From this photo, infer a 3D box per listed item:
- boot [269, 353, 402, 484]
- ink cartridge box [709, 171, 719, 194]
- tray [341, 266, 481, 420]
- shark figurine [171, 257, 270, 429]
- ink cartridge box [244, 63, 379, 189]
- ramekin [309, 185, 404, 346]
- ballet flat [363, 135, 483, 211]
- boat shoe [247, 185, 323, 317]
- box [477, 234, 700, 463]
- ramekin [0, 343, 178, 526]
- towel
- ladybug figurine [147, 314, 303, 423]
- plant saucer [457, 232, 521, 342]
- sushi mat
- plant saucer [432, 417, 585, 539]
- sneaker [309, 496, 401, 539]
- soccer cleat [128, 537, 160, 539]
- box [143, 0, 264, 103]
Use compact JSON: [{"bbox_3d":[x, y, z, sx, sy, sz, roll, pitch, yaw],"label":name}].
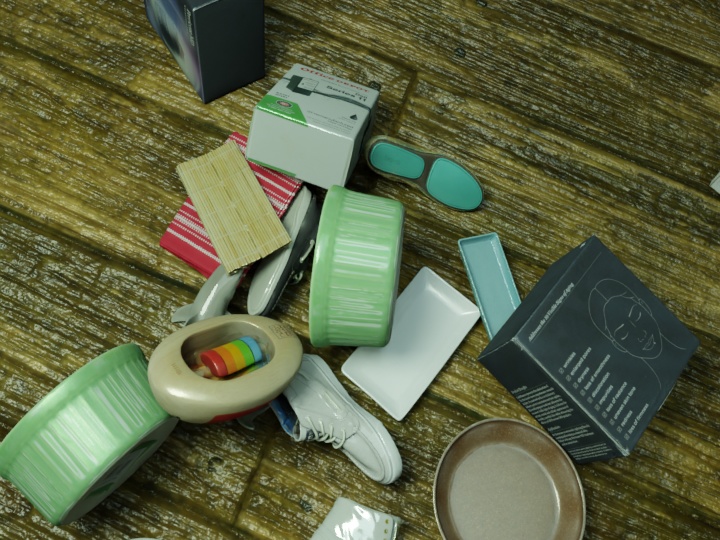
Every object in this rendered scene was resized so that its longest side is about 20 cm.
[{"bbox_3d":[-0.042,0.196,0.913,0.200,0.074,0.095,45,39,22],"label":"boot"},{"bbox_3d":[0.689,-0.142,1.164,0.200,0.084,0.175,43,67,13],"label":"ink cartridge box"},{"bbox_3d":[0.071,0.098,1.014,0.107,0.022,0.201,38,67,10],"label":"tray"},{"bbox_3d":[-0.193,0.101,0.938,0.125,0.089,0.221,-15,79,12],"label":"shark figurine"},{"bbox_3d":[-0.062,-0.209,1.055,0.143,0.085,0.201,18,33,1],"label":"ink cartridge box"},{"bbox_3d":[0.000,0.000,0.937,0.095,0.201,0.205,7,64,4],"label":"ramekin"},{"bbox_3d":[0.094,-0.149,1.104,0.195,0.071,0.072,21,63,-15],"label":"ballet flat"},{"bbox_3d":[-0.097,-0.019,1.023,0.060,0.073,0.204,35,56,-30],"label":"boat shoe"},{"bbox_3d":[0.295,0.104,0.966,0.197,0.124,0.200,45,66,2],"label":"box"},{"bbox_3d":[-0.298,0.189,0.836,0.098,0.200,0.199,45,68,6],"label":"ramekin"},{"bbox_3d":[-0.177,-0.085,1.036,0.142,0.023,0.203,28,77,18],"label":"towel"},{"bbox_3d":[-0.151,0.115,0.847,0.197,0.073,0.135,-15,44,-40],"label":"ladybug figurine"},{"bbox_3d":[0.192,0.048,1.036,0.068,0.019,0.205,-10,75,-24],"label":"plant saucer"},{"bbox_3d":[-0.173,-0.089,0.997,0.094,0.012,0.202,-24,61,-14],"label":"sushi mat"},{"bbox_3d":[0.183,0.291,0.932,0.194,0.037,0.206,3,66,-6],"label":"plant saucer"},{"bbox_3d":[0.033,0.351,0.866,0.197,0.074,0.117,33,69,10],"label":"sneaker"},{"bbox_3d":[-0.190,0.349,0.832,0.194,0.087,0.072,12,64,-2],"label":"soccer cleat"},{"bbox_3d":[-0.239,-0.403,1.106,0.122,0.201,0.200,-30,71,-19],"label":"box"}]
